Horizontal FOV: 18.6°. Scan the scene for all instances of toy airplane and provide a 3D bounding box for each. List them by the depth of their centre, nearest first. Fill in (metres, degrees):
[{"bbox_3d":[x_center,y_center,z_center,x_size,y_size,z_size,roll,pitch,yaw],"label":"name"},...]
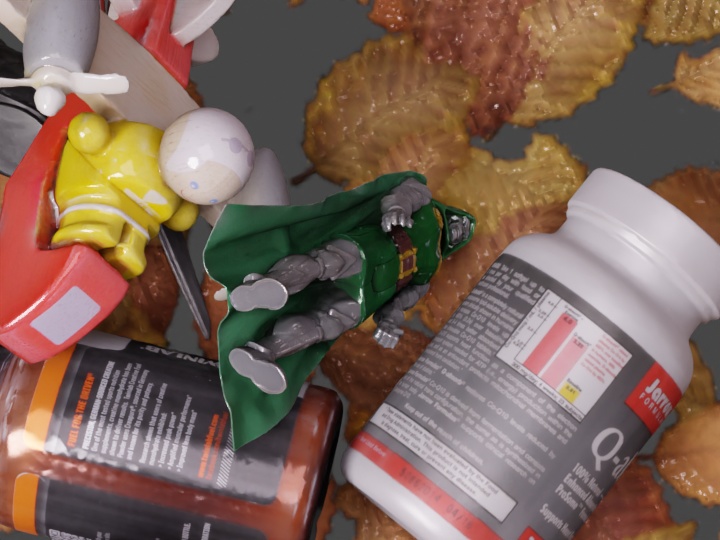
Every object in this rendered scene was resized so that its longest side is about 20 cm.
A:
[{"bbox_3d":[-0.100,-0.069,1.051,0.141,0.200,0.200,10,109,41],"label":"toy airplane"}]

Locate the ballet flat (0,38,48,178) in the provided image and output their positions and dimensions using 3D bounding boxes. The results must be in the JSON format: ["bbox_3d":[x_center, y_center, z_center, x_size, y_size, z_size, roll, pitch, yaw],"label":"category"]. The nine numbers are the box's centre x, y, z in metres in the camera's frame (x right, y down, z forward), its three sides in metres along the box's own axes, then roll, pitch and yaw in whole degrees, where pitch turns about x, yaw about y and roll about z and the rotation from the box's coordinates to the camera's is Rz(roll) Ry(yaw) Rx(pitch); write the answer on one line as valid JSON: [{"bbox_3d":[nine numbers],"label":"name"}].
[{"bbox_3d":[-0.221,-0.112,1.143,0.200,0.057,0.067,40,112,8],"label":"ballet flat"}]

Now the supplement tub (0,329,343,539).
[{"bbox_3d":[-0.114,0.087,1.084,0.199,0.107,0.107,14,84,2],"label":"supplement tub"}]

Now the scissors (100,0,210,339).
[{"bbox_3d":[-0.119,-0.061,1.132,0.073,0.014,0.201,-4,85,-42],"label":"scissors"}]

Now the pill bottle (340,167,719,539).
[{"bbox_3d":[0.092,0.055,1.088,0.116,0.116,0.200,38,85,3],"label":"pill bottle"}]

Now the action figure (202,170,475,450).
[{"bbox_3d":[0.000,0.000,1.069,0.054,0.200,0.119,14,114,27],"label":"action figure"}]
